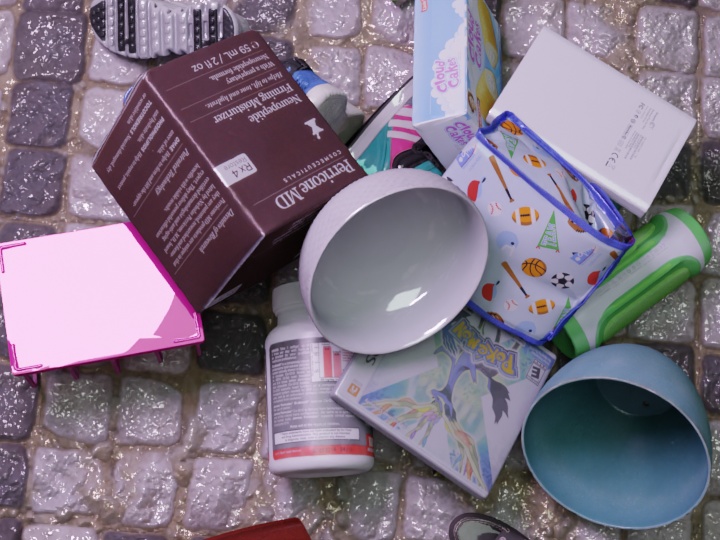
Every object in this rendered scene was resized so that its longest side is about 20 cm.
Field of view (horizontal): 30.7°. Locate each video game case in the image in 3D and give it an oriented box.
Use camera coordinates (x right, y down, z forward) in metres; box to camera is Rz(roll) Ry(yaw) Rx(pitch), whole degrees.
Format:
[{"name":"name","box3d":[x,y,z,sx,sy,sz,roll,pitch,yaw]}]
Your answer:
[{"name":"video game case","box3d":[0.092,0.112,1.396,0.199,0.022,0.183,35,67,-9]}]

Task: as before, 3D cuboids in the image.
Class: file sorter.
[{"name":"file sorter","box3d":[-0.275,0.038,1.417,0.198,0.126,0.141,-10,76,-7]}]

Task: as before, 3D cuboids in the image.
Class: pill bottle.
[{"name":"pill bottle","box3d":[-0.046,0.118,1.419,0.114,0.116,0.202,-2,77,-4]}]

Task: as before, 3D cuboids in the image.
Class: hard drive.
[{"name":"hard drive","box3d":[0.253,-0.164,1.435,0.199,0.026,0.132,32,70,4]}]

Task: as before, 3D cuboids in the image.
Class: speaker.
[{"name":"speaker","box3d":[0.299,0.014,1.483,0.199,0.089,0.089,-35,81,-11]}]

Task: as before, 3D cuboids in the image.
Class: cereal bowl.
[{"name":"cereal bowl","box3d":[0.024,-0.019,1.316,0.198,0.201,0.083,-25,42,-9]}]

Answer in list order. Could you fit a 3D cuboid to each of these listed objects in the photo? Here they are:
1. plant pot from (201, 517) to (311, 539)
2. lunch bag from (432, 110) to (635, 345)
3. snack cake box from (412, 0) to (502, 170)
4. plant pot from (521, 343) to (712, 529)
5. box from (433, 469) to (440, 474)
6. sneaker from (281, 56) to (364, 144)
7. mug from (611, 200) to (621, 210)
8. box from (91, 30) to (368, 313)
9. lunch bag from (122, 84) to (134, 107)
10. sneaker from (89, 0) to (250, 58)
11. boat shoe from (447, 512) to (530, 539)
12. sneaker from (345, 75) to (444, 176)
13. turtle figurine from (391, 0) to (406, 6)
[{"name":"plant pot","box3d":[-0.115,0.359,1.326,0.175,0.200,0.201,-25,79,-21]},{"name":"lunch bag","box3d":[0.170,-0.039,1.395,0.200,0.170,0.124,41,34,7]},{"name":"snack cake box","box3d":[0.111,-0.222,1.482,0.067,0.115,0.202,-11,59,23]},{"name":"plant pot","box3d":[0.287,0.157,1.411,0.199,0.201,0.135,30,40,4]},{"name":"box","box3d":[0.111,0.122,1.455,0.069,0.064,0.202,-1,77,-6]},{"name":"sneaker","box3d":[-0.067,-0.189,1.455,0.111,0.200,0.077,33,99,9]},{"name":"mug","box3d":[0.228,-0.130,1.498,0.151,0.114,0.186,-27,80,-10]},{"name":"box","box3d":[-0.135,-0.102,1.336,0.165,0.164,0.201,-32,80,-42]},{"name":"lunch bag","box3d":[-0.176,-0.134,1.495,0.159,0.076,0.202,-19,77,-10]},{"name":"sneaker","box3d":[-0.222,-0.284,1.533,0.198,0.081,0.076,11,105,17]},{"name":"boat shoe","box3d":[0.181,0.329,1.413,0.199,0.057,0.067,39,77,6]},{"name":"sneaker","box3d":[0.062,-0.142,1.509,0.121,0.084,0.200,44,62,-8]},{"name":"turtle figurine","box3d":[0.098,-0.402,1.528,0.192,0.200,0.145,-26,112,13]}]
